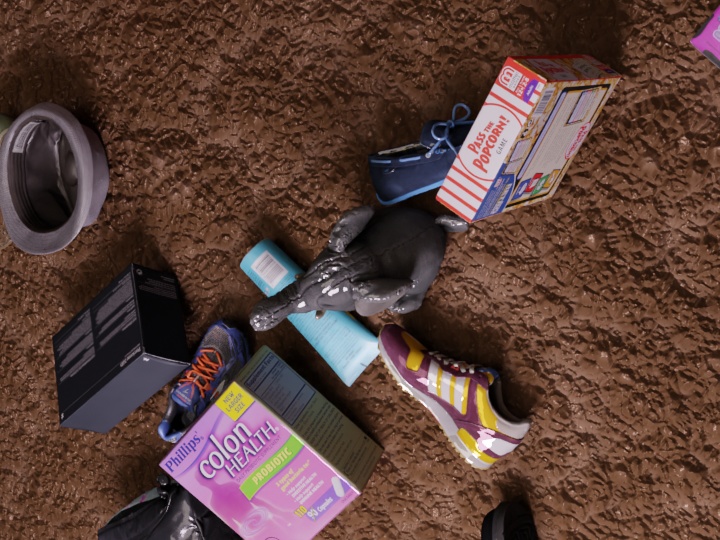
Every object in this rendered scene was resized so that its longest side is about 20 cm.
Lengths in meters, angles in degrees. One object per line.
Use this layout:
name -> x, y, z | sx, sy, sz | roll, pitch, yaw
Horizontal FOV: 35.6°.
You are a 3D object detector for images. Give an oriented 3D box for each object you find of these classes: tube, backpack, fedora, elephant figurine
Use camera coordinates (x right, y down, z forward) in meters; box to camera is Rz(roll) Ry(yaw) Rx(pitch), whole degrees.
tube -> -0.061, 0.046, 1.361 | 0.200, 0.050, 0.077 | 45, 124, 11
backpack -> -0.253, 0.364, 1.496 | 0.200, 0.126, 0.167 | -25, 75, 34
fedora -> -0.401, -0.123, 1.508 | 0.177, 0.090, 0.200 | -13, 86, 31
elephant figurine -> 0.000, 0.000, 1.219 | 0.141, 0.200, 0.155 | 24, 112, 26

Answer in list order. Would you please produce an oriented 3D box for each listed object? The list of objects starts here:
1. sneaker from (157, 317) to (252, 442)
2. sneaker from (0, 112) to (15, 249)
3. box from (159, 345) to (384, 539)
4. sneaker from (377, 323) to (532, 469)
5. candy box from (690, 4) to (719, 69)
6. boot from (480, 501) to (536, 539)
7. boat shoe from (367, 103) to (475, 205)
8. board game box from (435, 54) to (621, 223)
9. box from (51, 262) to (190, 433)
sneaker -> -0.203, 0.151, 1.448 | 0.075, 0.078, 0.200 | 33, 115, 21
sneaker -> -0.518, -0.135, 1.601 | 0.090, 0.067, 0.200 | 44, 127, 36
box -> -0.108, 0.228, 1.363 | 0.200, 0.097, 0.176 | 42, 120, -2
sneaker -> 0.107, 0.122, 1.261 | 0.200, 0.075, 0.090 | 48, 112, 7
candy box -> 0.415, -0.239, 0.995 | 0.136, 0.061, 0.200 | 47, 120, 16
boot -> 0.121, 0.363, 1.290 | 0.158, 0.079, 0.212 | 0, 101, 32
boat shoe -> 0.084, -0.130, 1.208 | 0.200, 0.084, 0.069 | -23, 99, 31
board game box -> 0.167, -0.132, 1.089 | 0.046, 0.200, 0.152 | 37, 116, 21
box -> -0.321, 0.107, 1.483 | 0.200, 0.079, 0.141 | -38, 49, 32
